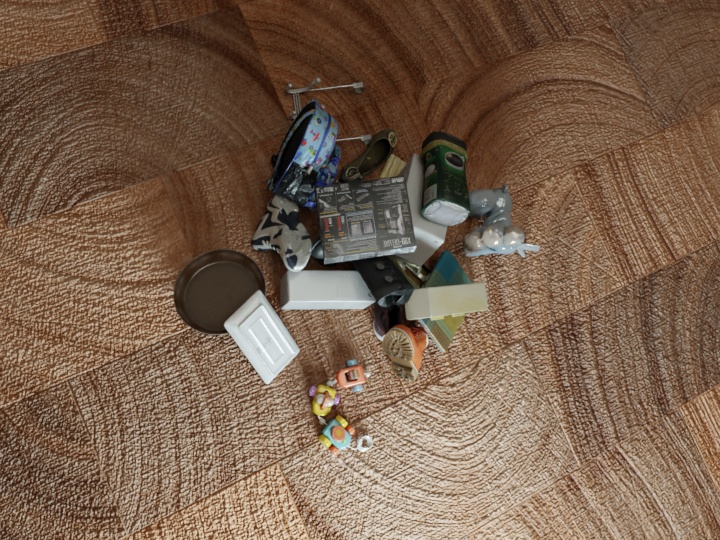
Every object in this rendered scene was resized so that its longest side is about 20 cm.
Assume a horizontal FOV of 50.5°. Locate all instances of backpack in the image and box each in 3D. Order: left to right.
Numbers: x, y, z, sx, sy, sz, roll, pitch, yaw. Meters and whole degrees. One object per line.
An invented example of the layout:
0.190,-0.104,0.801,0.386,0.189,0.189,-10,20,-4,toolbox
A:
-0.109,-0.262,1.678,0.133,0.183,0.201,24,116,-14,backpack

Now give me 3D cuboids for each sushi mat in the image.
0.074,-0.175,1.833,0.095,0.012,0.202,26,72,-10,sushi mat

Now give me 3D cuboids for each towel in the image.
0.195,0.068,1.761,0.147,0.022,0.201,52,52,-24,towel

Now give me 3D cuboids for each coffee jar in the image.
0.185,-0.206,1.679,0.103,0.085,0.203,18,57,-25,coffee jar

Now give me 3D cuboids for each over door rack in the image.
-0.070,-0.376,1.806,0.197,0.067,0.150,-6,81,-17,over door rack

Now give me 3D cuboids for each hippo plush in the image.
0.332,-0.126,1.821,0.197,0.159,0.163,0,79,-16,hippo plush

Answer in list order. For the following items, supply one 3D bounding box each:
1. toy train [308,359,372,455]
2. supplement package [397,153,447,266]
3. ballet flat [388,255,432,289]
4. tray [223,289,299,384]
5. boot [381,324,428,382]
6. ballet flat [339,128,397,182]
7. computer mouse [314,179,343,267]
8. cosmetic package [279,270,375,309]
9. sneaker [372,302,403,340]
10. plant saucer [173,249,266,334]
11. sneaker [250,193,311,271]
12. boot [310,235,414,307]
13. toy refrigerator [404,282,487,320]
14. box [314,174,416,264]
-0.033,0.301,1.676,0.148,0.056,0.203,-6,80,-17,toy train
0.131,-0.138,1.745,0.118,0.121,0.202,23,55,-12,supplement package
0.139,0.010,1.784,0.200,0.071,0.071,45,70,-3,ballet flat
-0.201,0.146,1.617,0.107,0.022,0.201,-44,130,-20,tray
0.105,0.156,1.688,0.074,0.201,0.108,20,64,21,boot
0.029,-0.268,1.798,0.200,0.046,0.068,-43,119,-29,ballet flat
-0.060,-0.118,1.760,0.140,0.046,0.201,38,74,0,computer mouse
-0.074,0.044,1.696,0.197,0.101,0.072,0,77,-17,cosmetic package
0.063,0.054,1.724,0.075,0.116,0.203,-8,81,-14,sneaker
-0.299,0.050,1.637,0.197,0.032,0.203,0,62,1,plant saucer
-0.179,-0.057,1.668,0.079,0.130,0.201,4,52,-39,sneaker
0.001,0.000,1.638,0.163,0.066,0.201,-17,59,-27,boot
0.192,0.070,1.692,0.198,0.075,0.071,-3,85,-44,toy refrigerator
0.010,-0.107,1.605,0.197,0.050,0.160,-8,78,-4,box
